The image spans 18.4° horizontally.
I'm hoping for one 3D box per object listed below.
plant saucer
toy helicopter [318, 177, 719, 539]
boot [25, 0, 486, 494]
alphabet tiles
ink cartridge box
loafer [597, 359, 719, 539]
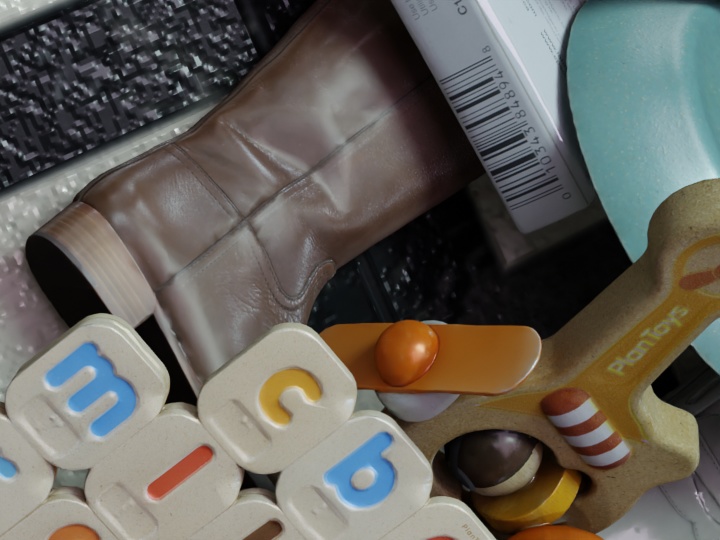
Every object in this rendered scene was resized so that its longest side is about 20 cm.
[{"bbox_3d":[0.158,-0.031,0.840,0.199,0.036,0.201,30,42,-31],"label":"plant saucer"},{"bbox_3d":[0.066,0.032,0.744,0.132,0.200,0.079,24,43,-19],"label":"toy helicopter"},{"bbox_3d":[0.000,0.000,0.838,0.200,0.064,0.187,-40,104,-29],"label":"boot"},{"bbox_3d":[-0.059,0.113,0.760,0.195,0.015,0.200,-38,105,13],"label":"alphabet tiles"},{"bbox_3d":[0.065,-0.140,0.874,0.197,0.043,0.200,60,34,-8],"label":"ink cartridge box"},{"bbox_3d":[0.137,0.079,0.884,0.200,0.070,0.070,-45,103,-23],"label":"loafer"}]
